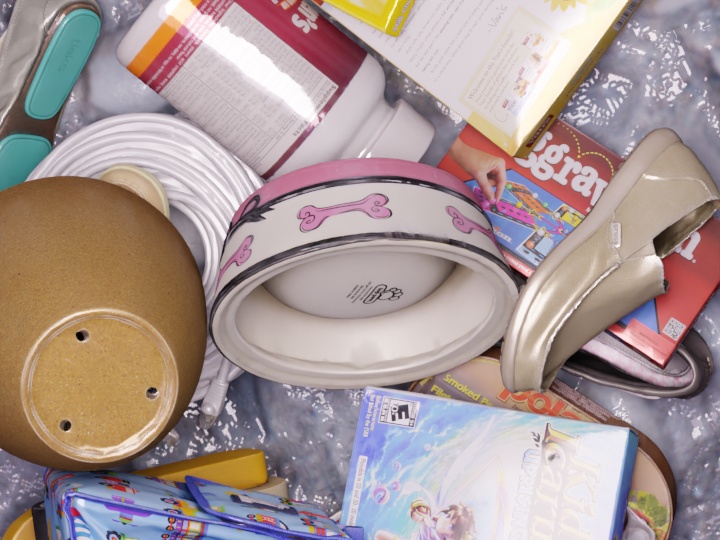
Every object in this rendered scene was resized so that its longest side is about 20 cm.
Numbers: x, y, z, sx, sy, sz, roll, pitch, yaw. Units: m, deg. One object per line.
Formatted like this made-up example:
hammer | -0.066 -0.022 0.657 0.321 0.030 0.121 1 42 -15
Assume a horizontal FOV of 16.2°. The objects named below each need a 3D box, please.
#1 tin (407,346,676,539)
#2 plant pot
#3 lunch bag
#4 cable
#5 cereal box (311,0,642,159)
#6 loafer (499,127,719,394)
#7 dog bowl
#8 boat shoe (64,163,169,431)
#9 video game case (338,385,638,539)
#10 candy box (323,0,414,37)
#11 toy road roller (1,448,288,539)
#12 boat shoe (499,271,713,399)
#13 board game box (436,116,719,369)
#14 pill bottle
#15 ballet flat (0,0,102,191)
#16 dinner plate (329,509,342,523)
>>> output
tin | 0.121 0.129 1.702 0.200 0.042 0.112 33 116 5
plant pot | -0.171 0.047 1.551 0.186 0.200 0.187 -2 100 -13
lunch bag | -0.095 0.176 1.591 0.200 0.151 0.094 1 92 -12
cable | -0.142 -0.007 1.729 0.200 0.069 0.200 33 100 6
cereal box | 0.070 -0.189 1.669 0.200 0.040 0.144 40 101 14
loafer | 0.161 0.001 1.611 0.068 0.076 0.200 33 83 19
dog bowl | 0.000 0.000 1.621 0.200 0.200 0.074 -13 60 12
boat shoe | -0.183 0.026 1.672 0.073 0.063 0.200 22 98 9
video game case | 0.074 0.187 1.645 0.181 0.045 0.200 8 81 14
candy box | -0.036 -0.242 1.674 0.200 0.026 0.102 30 102 24
toy road roller | -0.154 0.197 1.745 0.200 0.146 0.123 -11 95 -26
boat shoe | 0.140 0.034 1.686 0.200 0.057 0.067 21 100 7
board game box | 0.145 -0.032 1.670 0.200 0.019 0.103 33 82 13
pill bottle | -0.054 -0.122 1.669 0.200 0.110 0.110 38 102 -8
ballet flat | -0.240 -0.108 1.747 0.064 0.067 0.200 32 102 33
dinner plate | 0.036 0.248 1.695 0.200 0.024 0.201 0 90 9
